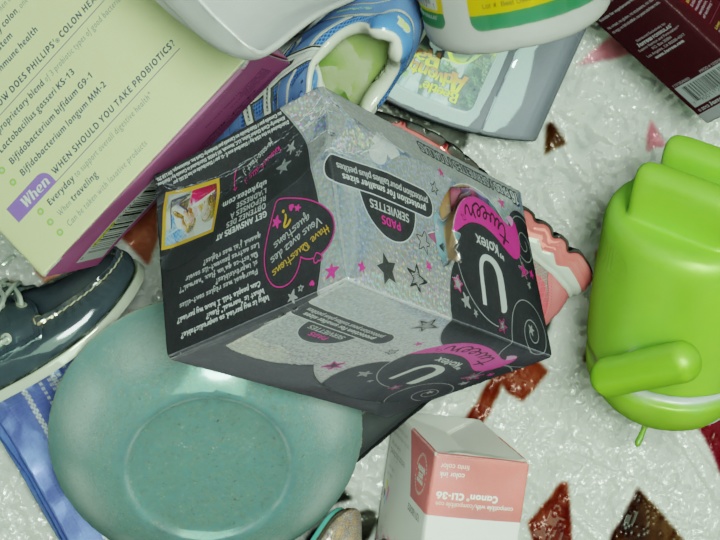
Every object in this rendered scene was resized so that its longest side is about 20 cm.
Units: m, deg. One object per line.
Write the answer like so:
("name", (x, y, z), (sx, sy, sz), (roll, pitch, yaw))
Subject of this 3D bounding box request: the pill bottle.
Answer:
("pill bottle", (0.072, -0.233, 0.784), (0.111, 0.113, 0.202), (-18, 114, -8))

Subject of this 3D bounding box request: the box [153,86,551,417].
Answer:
("box", (0.000, 0.000, 0.800), (0.199, 0.131, 0.116), (20, 55, -50))

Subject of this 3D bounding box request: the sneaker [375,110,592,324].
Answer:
("sneaker", (0.060, -0.025, 0.923), (0.199, 0.074, 0.087), (38, 91, -13))

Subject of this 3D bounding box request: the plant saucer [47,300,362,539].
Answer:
("plant saucer", (-0.095, 0.113, 0.874), (0.198, 0.039, 0.203), (-3, 117, -5))

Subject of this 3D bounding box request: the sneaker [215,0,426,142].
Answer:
("sneaker", (-0.039, -0.105, 0.869), (0.076, 0.077, 0.200), (39, 115, -16))

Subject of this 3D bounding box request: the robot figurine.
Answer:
("robot figurine", (0.208, 0.018, 0.917), (0.115, 0.175, 0.202), (22, 129, 26))

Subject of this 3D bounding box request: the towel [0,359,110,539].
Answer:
("towel", (-0.127, 0.101, 0.909), (0.198, 0.024, 0.146), (-25, 102, 6))

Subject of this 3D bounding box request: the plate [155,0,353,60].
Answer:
("plate", (-0.101, -0.193, 0.753), (0.199, 0.200, 0.032), (44, 114, -3))

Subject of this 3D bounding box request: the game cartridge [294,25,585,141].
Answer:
("game cartridge", (0.048, -0.169, 0.921), (0.198, 0.041, 0.134), (23, 97, -13))

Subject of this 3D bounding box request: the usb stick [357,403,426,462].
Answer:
("usb stick", (0.022, 0.071, 0.920), (0.200, 0.033, 0.055), (-41, 101, 17))

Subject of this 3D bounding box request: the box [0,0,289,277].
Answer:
("box", (-0.175, -0.131, 0.812), (0.176, 0.097, 0.200), (-45, 88, 9))

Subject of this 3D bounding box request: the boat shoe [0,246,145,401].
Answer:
("boat shoe", (-0.227, 0.041, 0.878), (0.199, 0.075, 0.062), (-34, 111, 1))

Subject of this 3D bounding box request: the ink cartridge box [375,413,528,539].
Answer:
("ink cartridge box", (0.050, 0.206, 0.930), (0.067, 0.116, 0.203), (6, 96, -12))

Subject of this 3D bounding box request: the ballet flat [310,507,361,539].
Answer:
("ballet flat", (-0.034, 0.256, 0.943), (0.067, 0.068, 0.202), (32, 100, 22))

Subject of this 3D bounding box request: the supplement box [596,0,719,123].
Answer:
("supplement box", (0.190, -0.204, 0.910), (0.199, 0.061, 0.109), (39, 61, -13))
